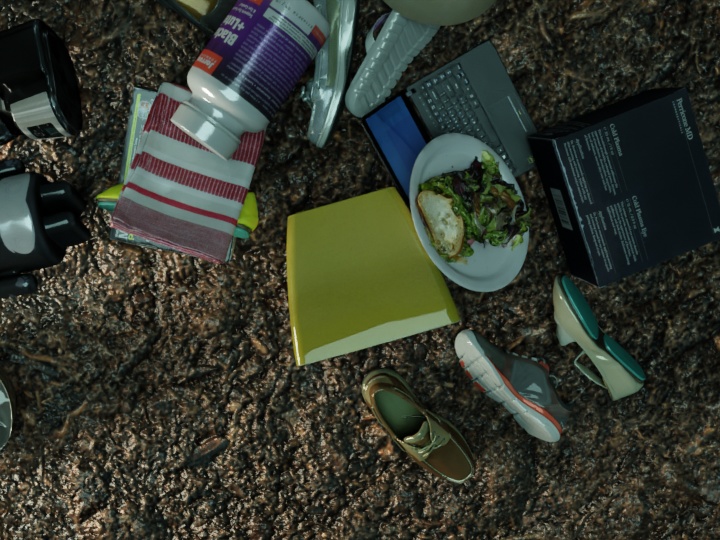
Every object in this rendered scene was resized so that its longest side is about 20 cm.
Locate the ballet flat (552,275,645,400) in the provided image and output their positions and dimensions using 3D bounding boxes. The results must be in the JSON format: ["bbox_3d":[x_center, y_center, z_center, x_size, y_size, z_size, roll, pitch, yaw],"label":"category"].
[{"bbox_3d":[0.305,0.097,1.295,0.069,0.069,0.200,-39,101,6],"label":"ballet flat"}]

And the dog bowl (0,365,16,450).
[{"bbox_3d":[-0.557,0.185,1.284,0.199,0.059,0.201,0,101,-1],"label":"dog bowl"}]

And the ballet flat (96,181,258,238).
[{"bbox_3d":[-0.224,-0.091,1.198,0.199,0.067,0.067,11,80,-7],"label":"ballet flat"}]

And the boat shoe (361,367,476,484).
[{"bbox_3d":[0.076,0.220,1.303,0.200,0.074,0.076,43,97,-9],"label":"boat shoe"}]

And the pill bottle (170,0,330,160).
[{"bbox_3d":[-0.133,-0.234,1.128,0.111,0.111,0.200,35,88,-8],"label":"pill bottle"}]

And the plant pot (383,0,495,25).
[{"bbox_3d":[0.108,-0.409,1.084,0.186,0.200,0.188,2,78,-9],"label":"plant pot"}]

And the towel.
[{"bbox_3d":[-0.204,-0.122,1.165,0.144,0.023,0.201,18,75,-7],"label":"towel"}]

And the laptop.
[{"bbox_3d":[0.125,-0.166,1.212,0.199,0.103,0.178,-29,101,4],"label":"laptop"}]

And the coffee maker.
[{"bbox_3d":[-0.458,-0.232,1.164,0.199,0.135,0.193,-17,101,1],"label":"coffee maker"}]

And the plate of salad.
[{"bbox_3d":[0.142,-0.074,1.163,0.199,0.048,0.201,12,69,-35],"label":"plate of salad"}]

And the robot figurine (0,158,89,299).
[{"bbox_3d":[-0.448,-0.053,1.208,0.199,0.150,0.125,-13,123,0],"label":"robot figurine"}]

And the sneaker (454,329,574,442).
[{"bbox_3d":[0.212,0.141,1.306,0.200,0.077,0.082,46,70,-10],"label":"sneaker"}]

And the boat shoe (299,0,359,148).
[{"bbox_3d":[-0.045,-0.257,1.207,0.064,0.074,0.203,10,97,2],"label":"boat shoe"}]

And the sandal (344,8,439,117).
[{"bbox_3d":[0.036,-0.289,1.208,0.050,0.082,0.203,36,92,35],"label":"sandal"}]

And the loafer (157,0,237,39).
[{"bbox_3d":[-0.177,-0.319,1.186,0.199,0.072,0.073,25,98,-7],"label":"loafer"}]

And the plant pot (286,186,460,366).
[{"bbox_3d":[0.000,0.000,1.204,0.199,0.200,0.177,-16,91,1],"label":"plant pot"}]

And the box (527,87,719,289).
[{"bbox_3d":[0.338,-0.107,1.222,0.181,0.104,0.201,-21,102,-4],"label":"box"}]

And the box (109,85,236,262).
[{"bbox_3d":[-0.227,-0.123,1.239,0.160,0.044,0.201,11,101,-3],"label":"box"}]
